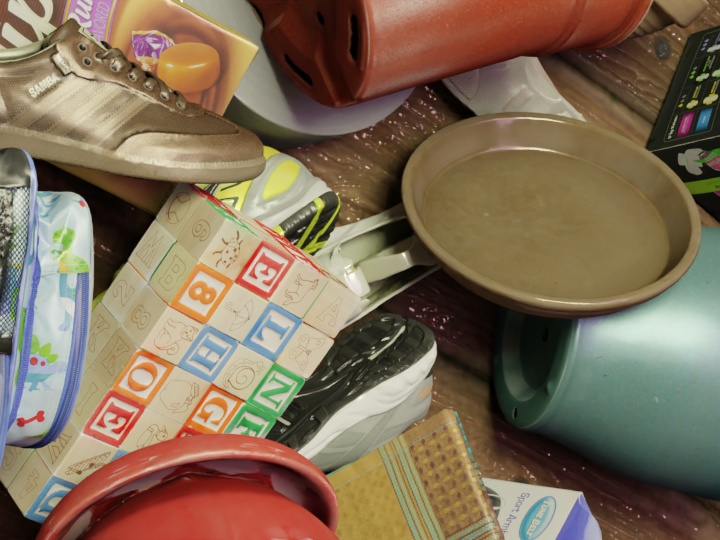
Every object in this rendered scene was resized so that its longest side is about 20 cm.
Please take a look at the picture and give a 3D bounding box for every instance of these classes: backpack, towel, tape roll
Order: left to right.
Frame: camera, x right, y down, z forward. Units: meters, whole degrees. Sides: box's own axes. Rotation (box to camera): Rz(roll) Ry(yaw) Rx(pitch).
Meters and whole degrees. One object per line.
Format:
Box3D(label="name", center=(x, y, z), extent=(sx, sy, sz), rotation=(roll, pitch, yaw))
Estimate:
Box3D(label="backpack", center=(-0.226, 0.034, 0.834), extent=(0.146, 0.183, 0.201), rotation=(11, 85, -32))
Box3D(label="tape roll", center=(-0.047, -0.182, 1.047), extent=(0.199, 0.066, 0.202), rotation=(4, 83, -34))
Box3D(label="towel", center=(-0.001, 0.188, 0.944), extent=(0.022, 0.199, 0.147), rotation=(22, 41, -55))

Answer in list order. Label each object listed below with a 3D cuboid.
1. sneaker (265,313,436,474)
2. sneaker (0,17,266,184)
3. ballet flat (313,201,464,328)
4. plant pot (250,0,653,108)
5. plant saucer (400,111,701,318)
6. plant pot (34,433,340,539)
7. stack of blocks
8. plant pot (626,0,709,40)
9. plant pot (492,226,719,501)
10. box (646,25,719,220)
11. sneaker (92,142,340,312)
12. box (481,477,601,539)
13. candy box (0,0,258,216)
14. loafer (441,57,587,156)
Box3D(label="sneaker", center=(-0.029, 0.107, 1.026), extent=(0.199, 0.074, 0.080), rotation=(-28, 129, -25))
Box3D(label="sneaker", center=(-0.142, -0.095, 0.872), extent=(0.199, 0.070, 0.076), rotation=(8, 100, -18))
Box3D(label="ballet flat", center=(0.000, 0.000, 1.059), extent=(0.199, 0.069, 0.070), rotation=(-29, 101, -32))
Box3D(label="plant pot", center=(0.042, -0.199, 0.965), extent=(0.195, 0.201, 0.202), rotation=(-24, 98, -25))
Box3D(label="plant saucer", center=(0.123, -0.036, 1.059), extent=(0.199, 0.200, 0.030), rotation=(-26, 142, -33))
Box3D(label="plant pot", center=(-0.082, 0.204, 0.855), extent=(0.199, 0.201, 0.183), rotation=(9, 40, -33))
Box3D(label="stack of blocks", center=(-0.106, 0.063, 0.928), extent=(0.115, 0.059, 0.200), rotation=(32, 96, -41))
Box3D(label="plant pot", center=(0.145, -0.227, 1.138), extent=(0.201, 0.201, 0.093), rotation=(40, 106, -24))
Box3D(label="plant pot", center=(0.200, 0.056, 1.123), extent=(0.187, 0.200, 0.201), rotation=(9, 79, -17))
Box3D(label="box", center=(0.347, -0.113, 1.221), extent=(0.148, 0.200, 0.125), rotation=(35, 66, -25))
Box3D(label="sneaker", center=(-0.108, -0.004, 0.995), extent=(0.200, 0.076, 0.076), rotation=(-35, 67, -23))
Box3D(label="box", center=(0.052, 0.180, 0.984), extent=(0.119, 0.199, 0.042), rotation=(-53, 133, -35))
Box3D(label="candy box", center=(-0.173, -0.126, 0.921), extent=(0.199, 0.056, 0.117), rotation=(26, 98, -19))
Box3D(label="loafer", center=(0.098, -0.141, 1.151), extent=(0.072, 0.063, 0.200), rotation=(-37, 105, 4))
